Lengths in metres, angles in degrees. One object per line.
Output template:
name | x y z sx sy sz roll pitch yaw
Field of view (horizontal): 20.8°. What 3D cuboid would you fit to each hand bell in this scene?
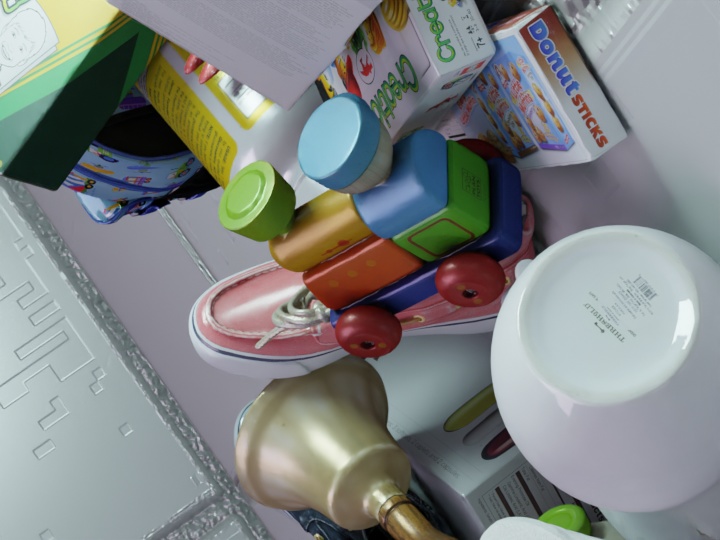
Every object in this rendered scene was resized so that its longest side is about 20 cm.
hand bell | 0.024 0.136 1.070 0.200 0.104 0.104 38 159 47

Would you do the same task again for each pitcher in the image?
pitcher | 0.113 0.043 0.925 0.172 0.121 0.200 44 173 27

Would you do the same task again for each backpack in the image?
backpack | -0.171 -0.122 1.316 0.134 0.200 0.183 -42 82 35

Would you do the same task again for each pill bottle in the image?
pill bottle | -0.054 -0.101 1.179 0.200 0.112 0.113 49 166 27

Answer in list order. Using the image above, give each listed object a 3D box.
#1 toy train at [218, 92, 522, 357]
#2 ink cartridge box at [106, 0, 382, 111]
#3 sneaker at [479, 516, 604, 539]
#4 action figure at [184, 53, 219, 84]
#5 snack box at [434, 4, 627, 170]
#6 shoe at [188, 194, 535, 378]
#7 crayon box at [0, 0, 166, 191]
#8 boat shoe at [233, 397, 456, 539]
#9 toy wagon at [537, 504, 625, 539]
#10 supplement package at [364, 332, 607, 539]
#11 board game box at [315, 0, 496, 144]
toy train | -0.026 -0.013 0.978 0.115 0.200 0.085 30 -132 -35
ink cartridge box | -0.049 -0.141 0.901 0.109 0.051 0.200 30 165 -8
sneaker | 0.144 0.166 0.934 0.088 0.076 0.200 18 -178 -36
action figure | -0.163 -0.167 1.055 0.200 0.099 0.065 50 174 -21
snack box | 0.068 -0.084 0.975 0.072 0.024 0.200 59 167 -8
shoe | 0.000 0.000 1.084 0.091 0.199 0.072 87 174 -59
crayon box | -0.204 -0.178 1.181 0.200 0.173 0.058 45 -165 29
boat shoe | -0.003 0.139 1.206 0.200 0.071 0.091 43 164 17
toy wagon | 0.150 0.193 1.091 0.199 0.040 0.156 -11 120 32
supplement package | 0.092 0.129 1.227 0.156 0.111 0.200 61 166 -26
board game box | 0.006 -0.130 0.990 0.127 0.034 0.200 66 166 7
